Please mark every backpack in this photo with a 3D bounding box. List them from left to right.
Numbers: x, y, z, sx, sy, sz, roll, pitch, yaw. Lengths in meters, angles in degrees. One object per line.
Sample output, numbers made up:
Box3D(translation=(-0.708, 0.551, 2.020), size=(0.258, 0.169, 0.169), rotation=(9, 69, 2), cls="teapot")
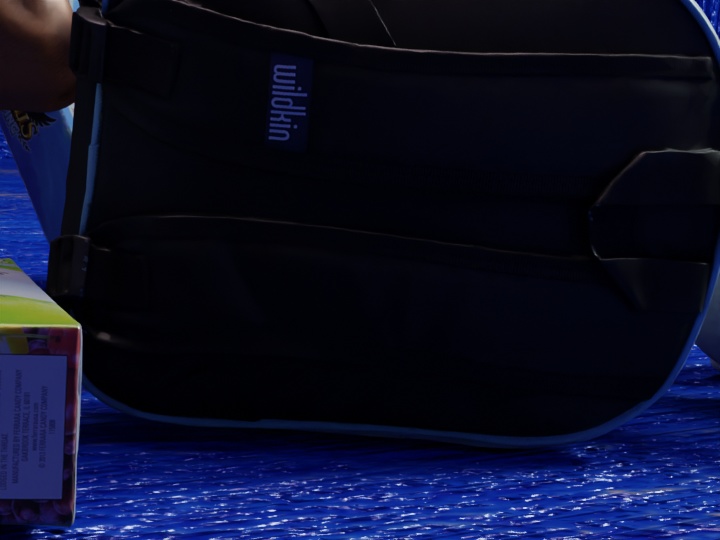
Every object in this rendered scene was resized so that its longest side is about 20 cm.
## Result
Box3D(translation=(0.014, -0.036, 0.757), size=(0.199, 0.177, 0.153), rotation=(7, 8, 2), cls="backpack")

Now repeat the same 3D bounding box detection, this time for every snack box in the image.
Box3D(translation=(-0.153, 0.025, 0.629), size=(0.141, 0.053, 0.200), rotation=(3, 4, -13), cls="snack box")

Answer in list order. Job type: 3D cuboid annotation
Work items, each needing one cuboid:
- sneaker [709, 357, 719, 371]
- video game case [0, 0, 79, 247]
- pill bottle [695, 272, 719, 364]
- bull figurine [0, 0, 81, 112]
Box3D(translation=(0.223, -0.014, 1.021), size=(0.199, 0.112, 0.077), rotation=(0, 5, -41), cls="sneaker")
Box3D(translation=(-0.108, -0.083, 1.236), size=(0.045, 0.201, 0.181), rotation=(-34, -18, 32), cls="video game case")
Box3D(translation=(0.172, -0.013, 0.860), size=(0.114, 0.115, 0.200), rotation=(-1, 9, -41), cls="pill bottle")
Box3D(translation=(-0.193, -0.105, 0.876), size=(0.199, 0.122, 0.065), rotation=(0, -1, -23), cls="bull figurine")
